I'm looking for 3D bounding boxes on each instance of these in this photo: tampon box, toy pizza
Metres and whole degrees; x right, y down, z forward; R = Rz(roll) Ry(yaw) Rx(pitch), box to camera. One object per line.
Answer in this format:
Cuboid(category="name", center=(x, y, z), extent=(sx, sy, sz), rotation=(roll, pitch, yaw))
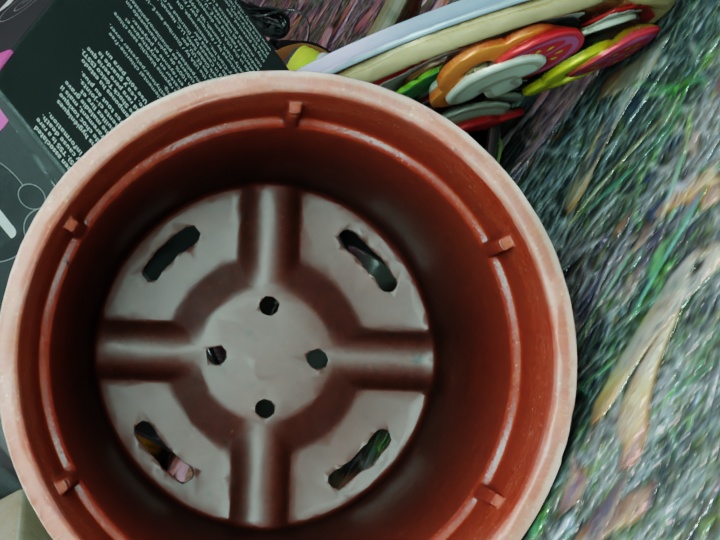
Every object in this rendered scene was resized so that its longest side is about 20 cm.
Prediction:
Cuboid(category="tampon box", center=(-0.144, -0.056, 1.213), extent=(0.149, 0.126, 0.200), rotation=(-27, 20, 31))
Cuboid(category="toy pizza", center=(0.044, -0.078, 1.092), extent=(0.199, 0.032, 0.200), rotation=(-19, -5, -2))

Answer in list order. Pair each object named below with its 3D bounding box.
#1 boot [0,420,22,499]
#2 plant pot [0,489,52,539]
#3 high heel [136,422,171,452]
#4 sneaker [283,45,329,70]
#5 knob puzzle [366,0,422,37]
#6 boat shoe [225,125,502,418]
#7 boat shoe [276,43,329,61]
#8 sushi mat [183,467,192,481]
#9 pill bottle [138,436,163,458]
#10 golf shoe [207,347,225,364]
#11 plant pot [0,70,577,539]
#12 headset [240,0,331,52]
Cuboid(category="boot", center=(-0.174, 0.089, 1.109), extent=(0.131, 0.070, 0.200), rotation=(-22, -10, -6))
Cuboid(category="plant pot", center=(-0.135, 0.203, 1.002), extent=(0.177, 0.200, 0.200), rotation=(-48, 12, 6))
Cuboid(category="high heel", center=(-0.172, 0.030, 1.385), extent=(0.072, 0.142, 0.200), rotation=(-61, -21, -16))
Cuboid(category="sneaker", center=(-0.007, -0.015, 1.281), extent=(0.075, 0.084, 0.201), rotation=(83, -169, -72))
Cuboid(category="knob puzzle", center=(0.008, -0.083, 1.466), extent=(0.220, 0.030, 0.221), rotation=(23, -90, -87))
Cuboid(category="boat shoe", center=(0.000, 0.000, 1.213), extent=(0.202, 0.072, 0.061), rotation=(-60, 7, -21))
Cuboid(category="boat shoe", center=(-0.064, -0.032, 1.526), extent=(0.070, 0.070, 0.201), rotation=(105, -172, -77))
Cuboid(category="sushi mat", center=(-0.066, 0.107, 1.374), extent=(0.096, 0.012, 0.200), rotation=(-62, 11, -17))
Cuboid(category="pill bottle", center=(-0.171, 0.087, 1.624), extent=(0.201, 0.112, 0.113), rotation=(-58, 11, 3))
Cuboid(category="golf shoe", center=(-0.074, -0.034, 1.389), extent=(0.078, 0.201, 0.094), rotation=(-26, -3, -39))
Cuboid(category="plant pot", center=(-0.031, 0.034, 1.007), extent=(0.201, 0.200, 0.195), rotation=(-59, 3, -3))
Cuboid(category="headset", center=(-0.065, -0.104, 1.709), extent=(0.124, 0.094, 0.201), rotation=(-50, 26, 36))
